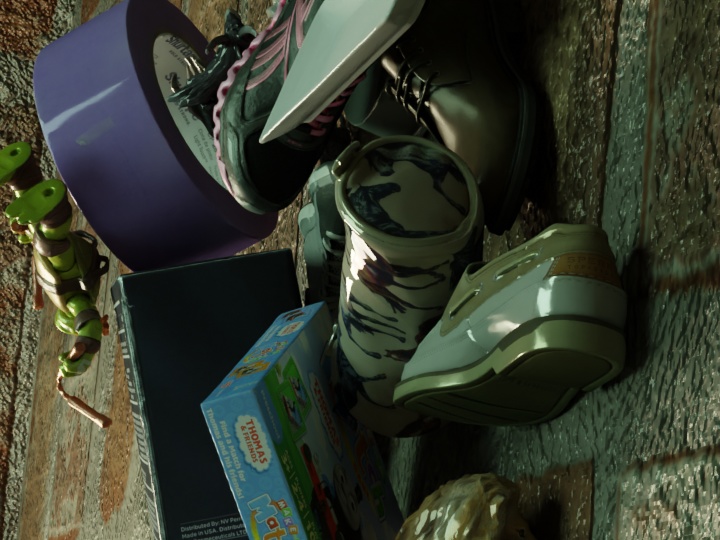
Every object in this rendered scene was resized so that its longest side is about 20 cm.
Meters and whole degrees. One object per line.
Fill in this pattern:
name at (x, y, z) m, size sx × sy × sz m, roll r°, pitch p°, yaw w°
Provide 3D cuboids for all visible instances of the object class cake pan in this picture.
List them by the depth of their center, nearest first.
cake pan at (0.025, -0.179, 1.502) m, size 0.200 × 0.036 × 0.202 m, roll -173°, pitch 90°, yaw -76°

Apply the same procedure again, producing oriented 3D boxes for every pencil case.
pencil case at (0.021, 0.010, 1.232) m, size 0.201 × 0.089 × 0.078 m, roll 92°, pitch -162°, yaw -54°

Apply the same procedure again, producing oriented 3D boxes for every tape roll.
tape roll at (-0.146, -0.095, 1.645) m, size 0.085 × 0.200 × 0.201 m, roll -27°, pitch 41°, yaw 18°

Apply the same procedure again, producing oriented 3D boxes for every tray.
tray at (0.003, -0.144, 1.293) m, size 0.200 × 0.022 × 0.108 m, roll -37°, pitch 28°, yaw 61°

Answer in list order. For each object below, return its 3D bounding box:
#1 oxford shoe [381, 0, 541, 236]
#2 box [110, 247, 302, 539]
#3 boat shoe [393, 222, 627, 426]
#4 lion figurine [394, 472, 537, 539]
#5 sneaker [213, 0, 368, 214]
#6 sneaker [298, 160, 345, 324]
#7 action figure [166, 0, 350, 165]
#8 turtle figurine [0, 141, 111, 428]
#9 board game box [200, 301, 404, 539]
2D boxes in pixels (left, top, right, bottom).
oxford shoe at (0.051, -0.095, 1.270) m, size 0.201 × 0.084 × 0.073 m, roll -101°, pitch 25°, yaw -47°
box at (-0.093, 0.093, 1.516) m, size 0.200 × 0.122 × 0.200 m, roll 168°, pitch 92°, yaw -82°
boat shoe at (0.078, 0.031, 1.139) m, size 0.200 × 0.074 × 0.069 m, roll 151°, pitch 130°, yaw -62°
lion figurine at (0.039, 0.161, 1.211) m, size 0.200 × 0.072 × 0.124 m, roll -173°, pitch 98°, yaw -80°
sneaker at (-0.026, -0.129, 1.424) m, size 0.095 × 0.079 × 0.202 m, roll 16°, pitch 85°, yaw 59°
sneaker at (0.000, 0.000, 1.463) m, size 0.200 × 0.074 × 0.117 m, roll 118°, pitch 152°, yaw -78°
action figure at (-0.072, -0.131, 1.575) m, size 0.200 × 0.118 × 0.103 m, roll 63°, pitch -179°, yaw -60°
turtle figurine at (-0.205, 0.000, 1.561) m, size 0.162 × 0.064 × 0.201 m, roll 76°, pitch 172°, yaw -46°
board game box at (-0.028, 0.114, 1.287) m, size 0.200 × 0.036 × 0.152 m, roll -54°, pitch -55°, yaw -74°
